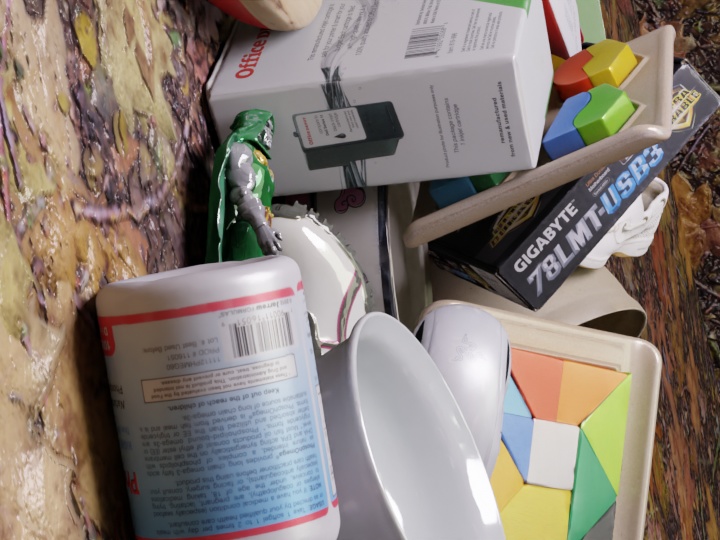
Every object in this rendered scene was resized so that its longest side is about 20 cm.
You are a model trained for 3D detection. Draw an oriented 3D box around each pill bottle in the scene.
[{"bbox_3d":[-0.070,0.097,1.161,0.109,0.109,0.200,-18,100,-75],"label":"pill bottle"}]

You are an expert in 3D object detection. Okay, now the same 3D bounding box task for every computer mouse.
[{"bbox_3d":[0.049,0.118,1.405,0.044,0.110,0.200,131,-30,-82],"label":"computer mouse"}]

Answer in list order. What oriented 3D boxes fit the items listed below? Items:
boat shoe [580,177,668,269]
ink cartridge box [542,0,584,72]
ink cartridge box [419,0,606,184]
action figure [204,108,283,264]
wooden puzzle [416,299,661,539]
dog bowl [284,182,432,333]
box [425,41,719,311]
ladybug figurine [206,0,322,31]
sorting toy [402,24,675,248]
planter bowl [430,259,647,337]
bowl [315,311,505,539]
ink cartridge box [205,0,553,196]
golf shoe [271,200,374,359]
[{"bbox_3d":[0.181,-0.049,1.692,0.069,0.071,0.200,-60,161,19],"label":"boat shoe"},{"bbox_3d":[0.052,-0.165,1.579,0.176,0.200,0.084,59,26,-55],"label":"ink cartridge box"},{"bbox_3d":[0.094,-0.131,1.716,0.048,0.200,0.146,-40,120,-69],"label":"ink cartridge box"},{"bbox_3d":[-0.069,-0.007,1.328,0.118,0.055,0.200,73,16,-67],"label":"action figure"},{"bbox_3d":[0.118,0.124,1.479,0.200,0.037,0.185,11,83,-34],"label":"wooden puzzle"},{"bbox_3d":[0.000,0.000,1.513,0.200,0.074,0.200,-5,90,-82],"label":"dog bowl"},{"bbox_3d":[0.139,-0.073,1.585,0.050,0.200,0.199,44,-5,-21],"label":"box"},{"bbox_3d":[-0.079,-0.220,1.375,0.200,0.072,0.136,50,34,-63],"label":"ladybug figurine"},{"bbox_3d":[0.118,-0.096,1.464,0.036,0.185,0.200,60,21,-17],"label":"sorting toy"},{"bbox_3d":[0.103,0.036,1.735,0.135,0.200,0.200,57,7,20],"label":"planter bowl"},{"bbox_3d":[0.006,0.132,1.301,0.201,0.090,0.201,55,20,-32],"label":"bowl"},{"bbox_3d":[0.016,-0.121,1.429,0.147,0.200,0.083,-72,154,-58],"label":"ink cartridge box"},{"bbox_3d":[-0.033,0.056,1.395,0.088,0.077,0.200,-48,128,-62],"label":"golf shoe"}]
